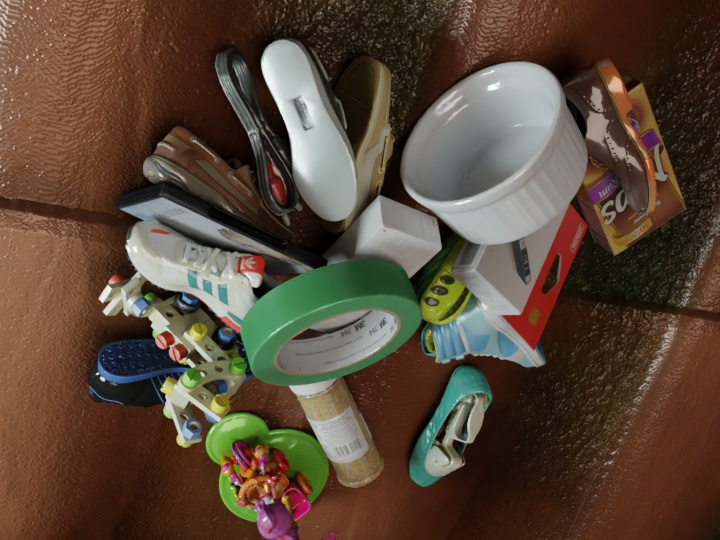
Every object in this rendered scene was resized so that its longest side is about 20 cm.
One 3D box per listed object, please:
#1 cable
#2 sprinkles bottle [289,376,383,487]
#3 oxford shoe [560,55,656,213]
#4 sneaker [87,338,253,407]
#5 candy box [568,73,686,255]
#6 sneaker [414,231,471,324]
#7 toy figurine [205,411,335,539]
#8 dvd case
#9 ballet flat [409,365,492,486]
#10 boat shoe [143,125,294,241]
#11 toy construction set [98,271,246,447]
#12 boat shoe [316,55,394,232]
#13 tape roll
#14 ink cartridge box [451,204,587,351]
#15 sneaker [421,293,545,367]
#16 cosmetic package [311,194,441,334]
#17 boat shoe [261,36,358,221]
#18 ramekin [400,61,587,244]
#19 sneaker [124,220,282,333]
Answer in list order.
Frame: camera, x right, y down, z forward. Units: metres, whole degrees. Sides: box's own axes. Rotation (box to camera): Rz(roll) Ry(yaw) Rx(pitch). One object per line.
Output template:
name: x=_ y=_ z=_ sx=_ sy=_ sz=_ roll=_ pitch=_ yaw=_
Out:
cable: x=-0.112 y=-0.136 z=1.014 sx=0.050 sy=0.097 sz=0.200 roll=-14 pitch=123 yaw=36
sprinkles bottle: x=-0.033 y=0.189 z=1.207 sx=0.068 sy=0.068 sz=0.200 roll=-26 pitch=121 yaw=-6
oxford shoe: x=0.289 y=-0.147 z=1.100 sx=0.073 sy=0.071 sz=0.200 roll=-26 pitch=111 yaw=5
sneaker: x=-0.222 y=0.121 z=1.113 sx=0.200 sy=0.070 sz=0.078 roll=4 pitch=142 yaw=-30
candy box: x=0.324 y=-0.131 z=1.185 sx=0.117 sy=0.056 sz=0.200 roll=-33 pitch=123 yaw=-2
sneaker: x=0.124 y=-0.026 z=1.156 sx=0.074 sy=0.084 sz=0.200 roll=46 pitch=76 yaw=-26
toy figurine: x=-0.101 y=0.293 z=1.167 sx=0.150 sy=0.184 sz=0.200 roll=-36 pitch=121 yaw=0
dvd case: x=-0.151 y=-0.040 z=1.014 sx=0.200 sy=0.143 sz=0.018 roll=26 pitch=76 yaw=-28
ballet flat: x=0.123 y=0.226 z=1.280 sx=0.067 sy=0.070 sz=0.200 roll=12 pitch=111 yaw=-25
boat shoe: x=-0.141 y=-0.087 z=1.029 sx=0.200 sy=0.076 sz=0.072 roll=36 pitch=73 yaw=-41
toy construction set: x=-0.204 y=0.084 z=1.039 sx=0.092 sy=0.131 sz=0.200 roll=-37 pitch=88 yaw=42
boat shoe: x=0.001 y=-0.142 z=1.062 sx=0.066 sy=0.074 sz=0.200 roll=-7 pitch=120 yaw=-44
tape roll: x=-0.032 y=0.062 z=1.049 sx=0.200 sy=0.048 sz=0.200 roll=-16 pitch=154 yaw=-8
ink cartridge box: x=0.212 y=-0.031 z=1.136 sx=0.176 sy=0.045 sz=0.200 roll=41 pitch=64 yaw=-30
sneaker: x=0.155 y=0.088 z=1.230 sx=0.130 sy=0.080 sz=0.200 roll=-27 pitch=138 yaw=18
cosmetic package: x=0.000 y=0.000 z=1.087 sx=0.082 sy=0.051 sz=0.200 roll=19 pitch=136 yaw=-30
boat shoe: x=-0.043 y=-0.154 z=1.009 sx=0.071 sy=0.064 sz=0.200 roll=-12 pitch=104 yaw=21
ramekin: x=0.153 y=-0.125 z=1.047 sx=0.200 sy=0.200 sz=0.098 roll=-42 pitch=128 yaw=4
sneaker: x=-0.154 y=-0.005 z=1.016 sx=0.093 sy=0.070 sz=0.200 roll=-28 pitch=129 yaw=35
